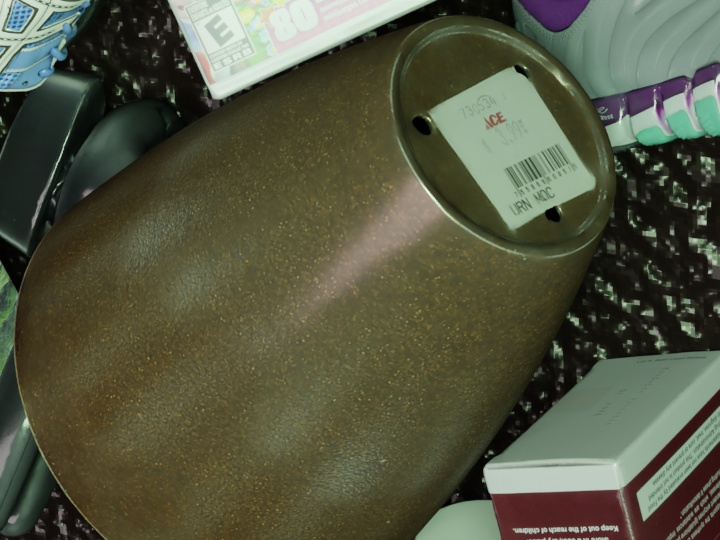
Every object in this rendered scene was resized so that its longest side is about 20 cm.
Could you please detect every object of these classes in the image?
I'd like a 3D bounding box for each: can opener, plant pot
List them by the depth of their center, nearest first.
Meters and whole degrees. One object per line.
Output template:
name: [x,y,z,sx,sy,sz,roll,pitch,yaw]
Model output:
plant pot: [0.000,0.000,0.921,0.187,0.187,0.200,52,137,3]
can opener: [-0.123,0.019,1.074,0.078,0.063,0.202,19,98,30]

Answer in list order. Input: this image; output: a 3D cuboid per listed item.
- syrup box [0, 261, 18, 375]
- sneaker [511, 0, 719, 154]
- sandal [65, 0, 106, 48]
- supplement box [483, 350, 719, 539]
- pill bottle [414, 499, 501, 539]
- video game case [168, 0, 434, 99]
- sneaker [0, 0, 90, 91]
syrup box: [-0.200,0.020,1.094,0.081,0.079,0.201,19,150,27]
sneaker: [0.131,-0.095,0.885,0.199,0.074,0.088,-11,100,37]
sandal: [-0.108,-0.160,1.035,0.075,0.048,0.201,43,115,11]
supplement box: [0.118,0.144,0.977,0.060,0.109,0.202,-6,106,33]
pill bottle: [0.048,0.197,1.045,0.110,0.111,0.202,18,120,25]
video game case: [-0.030,-0.181,0.906,0.142,0.018,0.201,-23,97,10]
sneaker: [-0.127,-0.121,0.996,0.199,0.076,0.077,-19,120,27]
